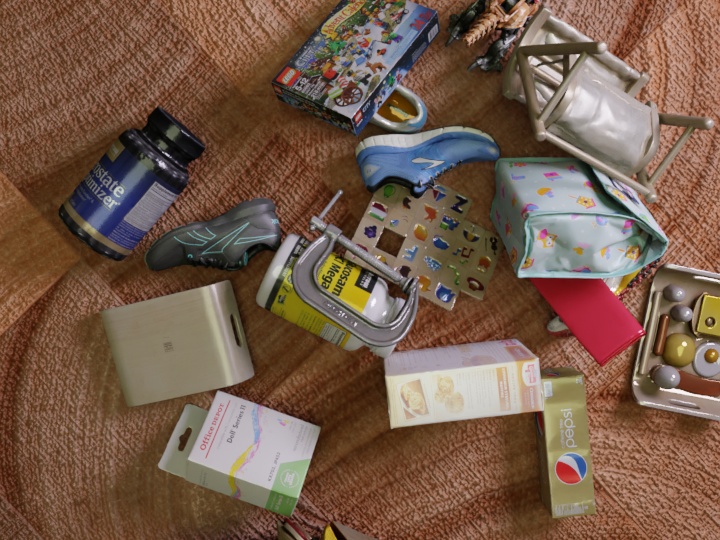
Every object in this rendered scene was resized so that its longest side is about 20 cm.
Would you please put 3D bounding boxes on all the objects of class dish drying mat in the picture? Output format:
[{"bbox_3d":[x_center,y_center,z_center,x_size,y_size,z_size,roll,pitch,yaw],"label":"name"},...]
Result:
[{"bbox_3d":[0.297,0.033,1.075,0.077,0.018,0.201,-41,55,13],"label":"dish drying mat"}]

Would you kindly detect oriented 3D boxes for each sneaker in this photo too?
[{"bbox_3d":[-0.204,-0.033,1.096,0.199,0.075,0.080,-22,82,2],"label":"sneaker"},{"bbox_3d":[0.095,-0.144,1.086,0.198,0.079,0.090,-7,81,7],"label":"sneaker"},{"bbox_3d":[0.000,-0.248,1.084,0.198,0.081,0.077,20,95,0],"label":"sneaker"},{"bbox_3d":[0.336,0.015,1.112,0.200,0.078,0.082,-47,66,7],"label":"sneaker"}]

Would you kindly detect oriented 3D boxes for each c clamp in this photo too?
[{"bbox_3d":[0.000,0.000,1.036,0.200,0.027,0.171,39,59,6],"label":"c clamp"}]

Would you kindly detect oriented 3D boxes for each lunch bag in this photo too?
[{"bbox_3d":[0.289,-0.076,1.042,0.198,0.171,0.123,-2,123,-3],"label":"lunch bag"}]

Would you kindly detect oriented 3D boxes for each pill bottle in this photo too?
[{"bbox_3d":[-0.034,0.040,1.087,0.199,0.112,0.113,27,94,-2],"label":"pill bottle"},{"bbox_3d":[-0.308,-0.121,1.078,0.112,0.112,0.200,41,93,-2],"label":"pill bottle"}]

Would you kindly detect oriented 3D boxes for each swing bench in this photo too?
[{"bbox_3d":[0.302,-0.216,1.010,0.198,0.200,0.130,24,114,-21],"label":"swing bench"}]

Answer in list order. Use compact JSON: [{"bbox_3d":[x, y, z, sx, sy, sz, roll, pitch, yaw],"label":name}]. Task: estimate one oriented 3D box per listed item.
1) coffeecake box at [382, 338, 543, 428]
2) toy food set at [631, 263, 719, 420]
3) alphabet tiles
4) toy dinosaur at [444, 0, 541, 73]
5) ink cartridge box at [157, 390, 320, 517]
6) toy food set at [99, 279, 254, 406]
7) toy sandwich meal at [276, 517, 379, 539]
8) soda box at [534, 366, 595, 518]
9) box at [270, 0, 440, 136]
[{"bbox_3d":[0.133,0.150,1.072,0.198,0.154,0.074,-7,94,1],"label":"coffeecake box"},{"bbox_3d":[0.476,0.102,1.107,0.142,0.060,0.202,11,94,0],"label":"toy food set"},{"bbox_3d":[0.099,-0.045,1.101,0.199,0.008,0.168,26,70,-2],"label":"alphabet tiles"},{"bbox_3d":[0.181,-0.343,1.045,0.199,0.136,0.103,-17,75,-39],"label":"toy dinosaur"},{"bbox_3d":[-0.169,0.248,1.096,0.198,0.068,0.118,19,49,-1],"label":"ink cartridge box"},{"bbox_3d":[-0.265,0.105,1.126,0.198,0.060,0.145,-13,95,9],"label":"toy food set"},{"bbox_3d":[-0.024,0.387,1.081,0.204,0.205,0.070,35,80,-2],"label":"toy sandwich meal"},{"bbox_3d":[0.288,0.243,1.121,0.063,0.068,0.202,-5,94,0],"label":"soda box"},{"bbox_3d":[-0.005,-0.284,1.041,0.136,0.038,0.201,28,71,24],"label":"box"}]
